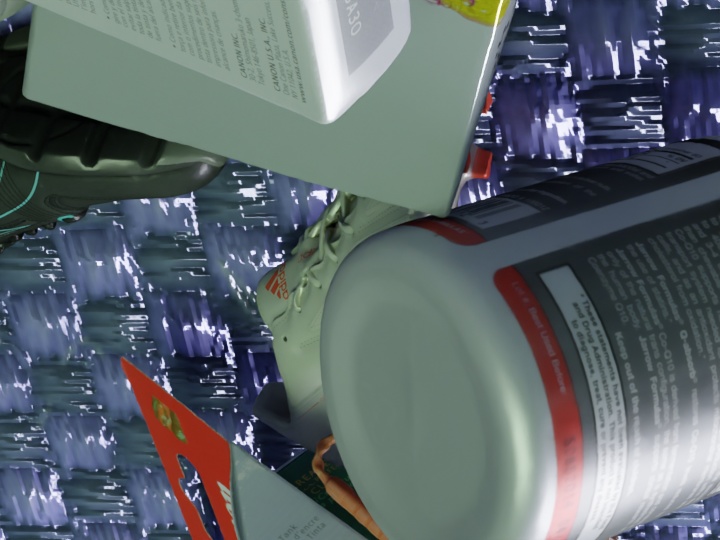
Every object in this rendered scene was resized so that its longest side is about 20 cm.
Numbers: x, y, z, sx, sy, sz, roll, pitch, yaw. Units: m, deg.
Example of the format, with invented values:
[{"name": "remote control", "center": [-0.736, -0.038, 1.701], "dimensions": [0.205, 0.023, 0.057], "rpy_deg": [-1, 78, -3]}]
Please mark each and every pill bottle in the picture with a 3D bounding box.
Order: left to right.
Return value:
[{"name": "pill bottle", "center": [0.096, 0.020, 0.797], "dimensions": [0.116, 0.199, 0.117], "rpy_deg": [32, 130, 48]}]

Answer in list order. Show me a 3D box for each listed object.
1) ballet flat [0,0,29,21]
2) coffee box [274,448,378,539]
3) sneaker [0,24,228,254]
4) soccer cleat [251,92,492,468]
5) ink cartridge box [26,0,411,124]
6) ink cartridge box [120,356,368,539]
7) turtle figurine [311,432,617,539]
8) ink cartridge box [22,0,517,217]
[{"name": "ballet flat", "center": [-0.206, -0.104, 0.870], "dimensions": [0.198, 0.070, 0.070], "rpy_deg": [-4, 126, 18]}, {"name": "coffee box", "center": [0.043, 0.160, 0.956], "dimensions": [0.199, 0.044, 0.124], "rpy_deg": [29, 143, 41]}, {"name": "sneaker", "center": [-0.135, -0.046, 0.903], "dimensions": [0.198, 0.076, 0.080], "rpy_deg": [5, 138, 22]}, {"name": "soccer cleat", "center": [0.000, 0.000, 0.899], "dimensions": [0.077, 0.070, 0.201], "rpy_deg": [15, 132, 6]}, {"name": "ink cartridge box", "center": [-0.085, -0.138, 0.631], "dimensions": [0.199, 0.050, 0.162], "rpy_deg": [26, 147, 29]}, {"name": "ink cartridge box", "center": [-0.025, 0.143, 0.929], "dimensions": [0.199, 0.057, 0.163], "rpy_deg": [29, 150, 33]}, {"name": "turtle figurine", "center": [0.085, 0.078, 0.872], "dimensions": [0.199, 0.162, 0.064], "rpy_deg": [30, 146, -4]}, {"name": "ink cartridge box", "center": [-0.007, -0.148, 0.734], "dimensions": [0.143, 0.146, 0.201], "rpy_deg": [17, 130, 2]}]
